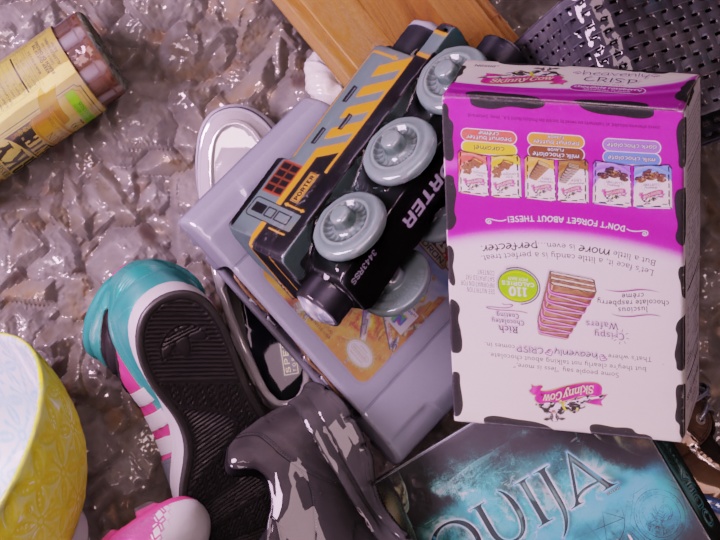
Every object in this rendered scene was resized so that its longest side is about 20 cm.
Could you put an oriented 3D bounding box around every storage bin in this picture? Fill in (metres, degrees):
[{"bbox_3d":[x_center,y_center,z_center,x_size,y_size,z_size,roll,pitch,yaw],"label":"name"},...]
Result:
[{"bbox_3d":[0.200,-0.129,1.524,0.199,0.135,0.094,-20,83,-22],"label":"storage bin"}]

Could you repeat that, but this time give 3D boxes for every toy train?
[{"bbox_3d":[0.013,-0.061,1.498,0.114,0.085,0.201,24,73,42],"label":"toy train"}]

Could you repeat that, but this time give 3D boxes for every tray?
[{"bbox_3d":[0.040,-0.132,1.580,0.099,0.037,0.200,-42,103,-7],"label":"tray"}]

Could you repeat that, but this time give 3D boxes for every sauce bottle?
[{"bbox_3d":[-0.241,-0.083,1.630,0.199,0.065,0.065,-35,83,4],"label":"sauce bottle"}]

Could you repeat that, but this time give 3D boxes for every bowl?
[{"bbox_3d":[-0.229,0.150,1.573,0.200,0.200,0.108,-50,123,0],"label":"bowl"}]

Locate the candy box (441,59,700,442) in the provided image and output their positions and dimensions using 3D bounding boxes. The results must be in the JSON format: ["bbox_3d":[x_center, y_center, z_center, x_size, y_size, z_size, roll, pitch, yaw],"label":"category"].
[{"bbox_3d":[0.119,-0.011,1.436,0.135,0.061,0.202,5,115,16],"label":"candy box"}]

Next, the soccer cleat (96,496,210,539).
[{"bbox_3d":[-0.151,0.225,1.533,0.200,0.070,0.086,-45,54,0],"label":"soccer cleat"}]

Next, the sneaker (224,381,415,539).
[{"bbox_3d":[-0.013,0.170,1.535,0.090,0.076,0.201,-27,77,-13],"label":"sneaker"}]

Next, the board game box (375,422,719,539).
[{"bbox_3d":[0.102,0.146,1.550,0.199,0.028,0.136,-33,86,27],"label":"board game box"}]

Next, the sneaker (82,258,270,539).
[{"bbox_3d":[-0.114,0.073,1.595,0.083,0.121,0.201,-22,123,-13],"label":"sneaker"}]

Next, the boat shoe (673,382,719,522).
[{"bbox_3d":[0.179,0.095,1.563,0.199,0.072,0.073,24,96,8],"label":"boat shoe"}]

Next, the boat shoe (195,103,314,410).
[{"bbox_3d":[-0.058,-0.010,1.603,0.073,0.065,0.202,-18,84,4],"label":"boat shoe"}]

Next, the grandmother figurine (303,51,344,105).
[{"bbox_3d":[0.019,-0.186,1.616,0.121,0.061,0.201,23,85,16],"label":"grandmother figurine"}]

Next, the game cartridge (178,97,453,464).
[{"bbox_3d":[0.000,0.000,1.571,0.133,0.041,0.200,-45,100,-15],"label":"game cartridge"}]
